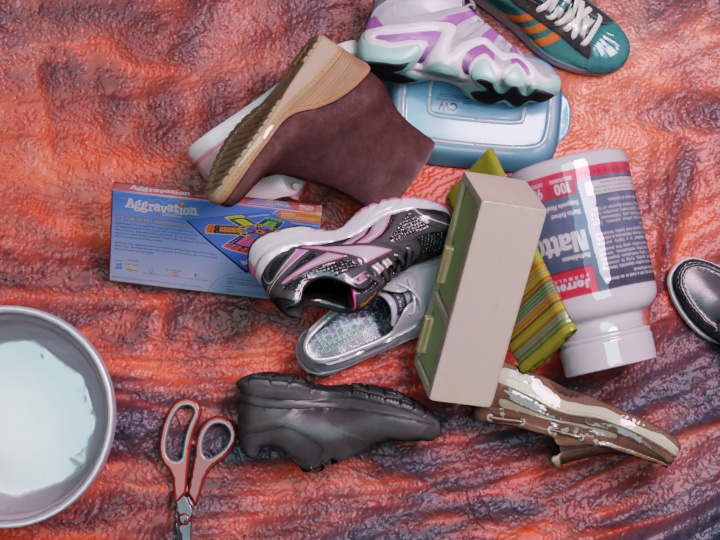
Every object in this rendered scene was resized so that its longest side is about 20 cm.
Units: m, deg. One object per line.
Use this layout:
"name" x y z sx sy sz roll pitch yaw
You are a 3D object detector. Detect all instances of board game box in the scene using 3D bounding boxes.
"board game box" -0.140 -0.026 1.455 0.198 0.020 0.104 7 122 -2

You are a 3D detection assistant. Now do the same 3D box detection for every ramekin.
"ramekin" -0.323 0.135 1.413 0.198 0.105 0.202 0 84 -4

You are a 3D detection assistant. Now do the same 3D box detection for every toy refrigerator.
"toy refrigerator" 0.105 0.018 1.401 0.069 0.076 0.202 7 113 -14

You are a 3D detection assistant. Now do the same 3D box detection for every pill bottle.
"pill bottle" 0.217 -0.006 1.449 0.118 0.120 0.202 -12 85 -4

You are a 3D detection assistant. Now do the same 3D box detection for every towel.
"towel" 0.143 -0.010 1.442 0.018 0.086 0.201 -6 64 -35

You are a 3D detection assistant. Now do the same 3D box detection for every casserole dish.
"casserole dish" 0.113 -0.164 1.503 0.198 0.039 0.122 5 82 -1

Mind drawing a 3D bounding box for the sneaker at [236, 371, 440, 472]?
"sneaker" -0.023 0.151 1.452 0.198 0.076 0.092 7 93 5

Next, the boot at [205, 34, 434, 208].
"boot" -0.033 -0.098 1.408 0.166 0.072 0.201 44 73 -24

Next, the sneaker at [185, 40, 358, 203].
"sneaker" -0.061 -0.131 1.473 0.200 0.075 0.105 -36 89 -3

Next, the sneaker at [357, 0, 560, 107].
"sneaker" 0.103 -0.242 1.455 0.198 0.078 0.141 12 77 -7

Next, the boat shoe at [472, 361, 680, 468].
"boat shoe" 0.203 0.155 1.459 0.201 0.075 0.075 22 86 12

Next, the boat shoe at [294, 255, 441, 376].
"boat shoe" 0.027 0.036 1.459 0.199 0.069 0.073 -23 84 -8

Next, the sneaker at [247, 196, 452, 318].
"sneaker" 0.000 0.000 1.414 0.198 0.081 0.087 -17 52 -12

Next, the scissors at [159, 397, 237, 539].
"scissors" -0.174 0.225 1.459 0.073 0.014 0.202 16 84 -4

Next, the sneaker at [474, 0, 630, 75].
"sneaker" 0.182 -0.262 1.494 0.199 0.080 0.072 32 81 0

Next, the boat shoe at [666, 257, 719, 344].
"boat shoe" 0.387 0.058 1.480 0.199 0.060 0.076 38 83 1
